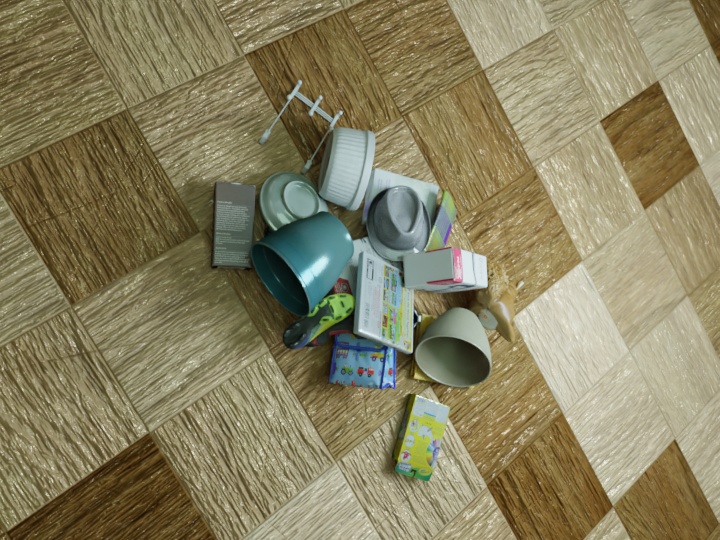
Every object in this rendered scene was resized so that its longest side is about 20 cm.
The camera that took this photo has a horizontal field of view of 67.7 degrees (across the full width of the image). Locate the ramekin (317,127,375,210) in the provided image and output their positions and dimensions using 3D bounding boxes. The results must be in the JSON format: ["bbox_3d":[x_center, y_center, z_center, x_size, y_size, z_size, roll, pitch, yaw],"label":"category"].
[{"bbox_3d":[-0.041,-0.264,1.358,0.102,0.200,0.206,12,80,-13],"label":"ramekin"}]

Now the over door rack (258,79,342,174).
[{"bbox_3d":[-0.149,-0.378,1.399,0.146,0.066,0.203,33,75,-13],"label":"over door rack"}]

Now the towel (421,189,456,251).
[{"bbox_3d":[0.215,-0.102,1.480,0.022,0.144,0.204,16,77,25],"label":"towel"}]

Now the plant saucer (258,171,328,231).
[{"bbox_3d":[-0.156,-0.167,1.347,0.196,0.050,0.205,17,59,-30],"label":"plant saucer"}]

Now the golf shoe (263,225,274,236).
[{"bbox_3d":[-0.172,-0.033,1.357,0.094,0.077,0.203,-34,105,-27],"label":"golf shoe"}]

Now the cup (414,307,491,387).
[{"bbox_3d":[0.252,0.185,1.407,0.199,0.200,0.145,36,45,-12],"label":"cup"}]

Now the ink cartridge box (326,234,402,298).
[{"bbox_3d":[0.000,0.000,1.394,0.196,0.084,0.148,-15,79,-20],"label":"ink cartridge box"}]

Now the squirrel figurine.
[{"bbox_3d":[0.383,0.063,1.489,0.186,0.139,0.204,-40,123,-41],"label":"squirrel figurine"}]

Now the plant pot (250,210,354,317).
[{"bbox_3d":[-0.121,-0.033,1.238,0.187,0.199,0.202,-41,98,-27],"label":"plant pot"}]

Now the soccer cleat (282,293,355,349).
[{"bbox_3d":[-0.098,0.117,1.269,0.198,0.084,0.065,-34,82,1],"label":"soccer cleat"}]

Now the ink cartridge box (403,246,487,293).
[{"bbox_3d":[0.219,0.003,1.365,0.198,0.142,0.087,10,75,-53],"label":"ink cartridge box"}]

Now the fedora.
[{"bbox_3d":[0.104,-0.134,1.367,0.172,0.091,0.205,5,70,-8],"label":"fedora"}]

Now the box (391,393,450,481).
[{"bbox_3d":[0.160,0.448,1.438,0.115,0.048,0.204,22,75,-17],"label":"box"}]

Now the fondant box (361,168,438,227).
[{"bbox_3d":[0.110,-0.181,1.477,0.195,0.058,0.148,12,81,-17],"label":"fondant box"}]

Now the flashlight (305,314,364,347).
[{"bbox_3d":[-0.055,0.149,1.312,0.067,0.196,0.070,22,65,-56],"label":"flashlight"}]

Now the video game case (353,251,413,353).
[{"bbox_3d":[0.060,0.078,1.285,0.180,0.023,0.205,25,56,-36],"label":"video game case"}]

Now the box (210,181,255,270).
[{"bbox_3d":[-0.312,-0.106,1.310,0.098,0.075,0.206,4,85,-19],"label":"box"}]

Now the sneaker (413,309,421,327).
[{"bbox_3d":[0.069,0.118,1.393,0.195,0.129,0.082,15,79,-17],"label":"sneaker"}]

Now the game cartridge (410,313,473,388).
[{"bbox_3d":[0.240,0.226,1.500,0.195,0.032,0.181,13,80,-21],"label":"game cartridge"}]

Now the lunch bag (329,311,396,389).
[{"bbox_3d":[0.013,0.187,1.347,0.094,0.147,0.206,21,72,-62],"label":"lunch bag"}]
